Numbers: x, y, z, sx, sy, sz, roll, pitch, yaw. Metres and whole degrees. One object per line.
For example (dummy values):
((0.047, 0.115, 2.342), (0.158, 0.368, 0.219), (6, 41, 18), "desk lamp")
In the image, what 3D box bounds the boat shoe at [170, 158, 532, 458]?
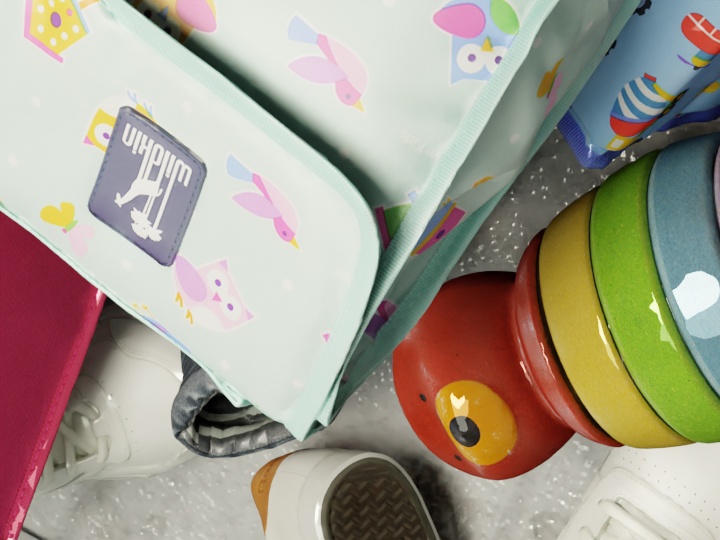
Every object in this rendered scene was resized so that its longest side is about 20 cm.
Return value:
((0.000, 0.000, 1.014), (0.071, 0.091, 0.200), (25, 139, -28), "boat shoe")

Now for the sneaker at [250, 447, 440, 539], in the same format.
((0.014, 0.159, 1.117), (0.085, 0.073, 0.201), (5, 120, 56), "sneaker")

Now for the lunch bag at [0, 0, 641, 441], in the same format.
((-0.026, -0.071, 0.836), (0.170, 0.122, 0.200), (36, 97, 12), "lunch bag")

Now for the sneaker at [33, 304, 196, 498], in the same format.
((-0.142, 0.074, 1.134), (0.199, 0.099, 0.078), (-14, 110, 35), "sneaker")

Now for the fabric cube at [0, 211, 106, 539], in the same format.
((-0.233, -0.018, 1.027), (0.199, 0.200, 0.197), (29, 102, 34), "fabric cube")

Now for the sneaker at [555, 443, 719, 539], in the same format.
((0.101, 0.129, 1.020), (0.075, 0.100, 0.201), (33, 121, 17), "sneaker")

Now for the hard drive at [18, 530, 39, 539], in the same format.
((-0.199, 0.164, 1.255), (0.199, 0.027, 0.132), (26, 123, 17), "hard drive")

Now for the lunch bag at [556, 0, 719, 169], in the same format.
((0.086, -0.164, 0.913), (0.200, 0.094, 0.151), (53, 131, 13), "lunch bag")

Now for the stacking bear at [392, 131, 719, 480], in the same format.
((0.101, 0.017, 0.946), (0.199, 0.114, 0.122), (-21, 113, 27), "stacking bear")
